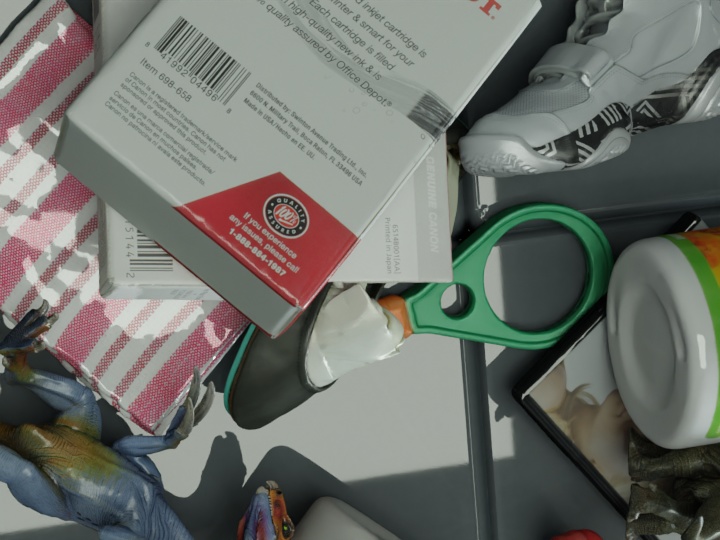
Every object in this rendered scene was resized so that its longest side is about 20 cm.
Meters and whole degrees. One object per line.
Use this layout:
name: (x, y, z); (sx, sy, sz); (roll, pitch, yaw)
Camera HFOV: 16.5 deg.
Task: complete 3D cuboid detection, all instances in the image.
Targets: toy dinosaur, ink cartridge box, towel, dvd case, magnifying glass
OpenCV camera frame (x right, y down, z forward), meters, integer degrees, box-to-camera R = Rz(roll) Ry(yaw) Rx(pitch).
toy dinosaur: (0.192, 0.119, 1.324); (0.101, 0.200, 0.078); (2, 76, 5)
toy dinosaur: (-0.127, 0.102, 1.284); (0.182, 0.199, 0.105); (50, 56, -30)
ink cartridge box: (-0.046, -0.086, 1.263); (0.175, 0.045, 0.202); (0, 79, -13)
towel: (-0.134, -0.028, 1.293); (0.200, 0.030, 0.147); (41, 87, -17)
dvd case: (0.194, 0.085, 1.395); (0.143, 0.018, 0.200); (-45, 112, -4)
ink cartridge box: (-0.030, -0.093, 1.202); (0.144, 0.084, 0.200); (39, 74, -1)
magnifying glass: (0.044, 0.018, 1.354); (0.199, 0.022, 0.080); (-17, 104, -13)

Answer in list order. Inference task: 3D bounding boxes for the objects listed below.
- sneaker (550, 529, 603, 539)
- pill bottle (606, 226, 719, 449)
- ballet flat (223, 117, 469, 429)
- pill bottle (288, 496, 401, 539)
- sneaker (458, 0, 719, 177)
sneaker: (0.186, 0.203, 1.394); (0.115, 0.078, 0.201); (-31, 118, -7)
pill bottle: (0.241, 0.026, 1.327); (0.198, 0.111, 0.112); (-8, 101, -18)
ballet flat: (0.000, 0.000, 1.292); (0.201, 0.068, 0.068); (-63, 150, -7)
pill bottle: (-0.031, 0.232, 1.320); (0.114, 0.114, 0.201); (35, 90, -17)
sneaker: (0.122, -0.121, 1.306); (0.199, 0.075, 0.116); (-21, 100, -33)
